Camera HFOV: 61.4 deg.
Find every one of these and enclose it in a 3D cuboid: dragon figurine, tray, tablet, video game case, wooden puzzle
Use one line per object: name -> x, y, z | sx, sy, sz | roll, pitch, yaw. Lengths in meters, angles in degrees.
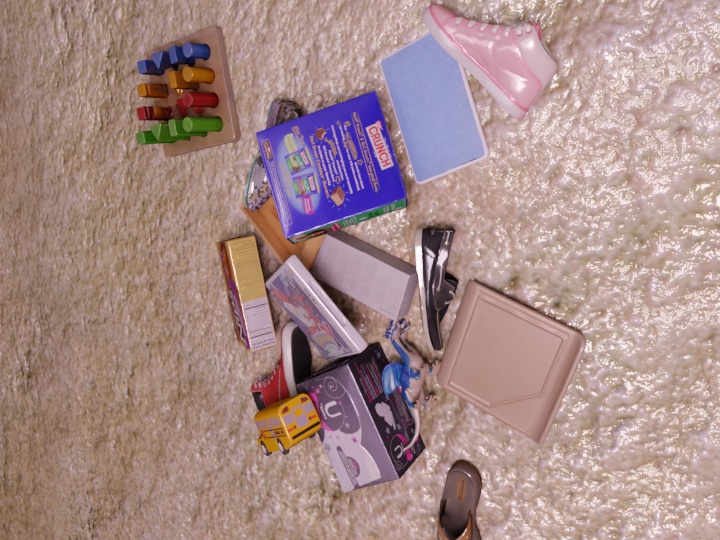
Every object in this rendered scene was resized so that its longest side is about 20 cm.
dragon figurine -> 0.075, 0.182, 1.002 | 0.098, 0.058, 0.206 | 19, 111, 46
tray -> -0.138, -0.090, 1.059 | 0.201, 0.036, 0.100 | 50, 128, 32
tablet -> 0.109, -0.246, 0.914 | 0.128, 0.014, 0.205 | -17, 92, 34
video game case -> -0.081, 0.070, 1.016 | 0.183, 0.023, 0.200 | 51, 159, -3
wooden puzzle -> 0.223, 0.136, 0.925 | 0.197, 0.037, 0.189 | 29, 116, 29

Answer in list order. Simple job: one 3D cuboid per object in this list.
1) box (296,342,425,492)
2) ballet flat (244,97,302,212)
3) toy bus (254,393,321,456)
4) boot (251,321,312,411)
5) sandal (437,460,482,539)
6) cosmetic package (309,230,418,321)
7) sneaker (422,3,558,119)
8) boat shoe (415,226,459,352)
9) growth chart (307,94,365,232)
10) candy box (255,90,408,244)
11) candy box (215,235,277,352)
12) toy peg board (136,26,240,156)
box -> 0.000, 0.252, 1.040 | 0.130, 0.114, 0.204 | -26, 87, 33
ballet flat -> -0.139, -0.194, 1.013 | 0.070, 0.072, 0.206 | 6, 75, 30
toy bus -> -0.134, 0.271, 1.059 | 0.080, 0.064, 0.199 | 63, 151, 4
boot -> -0.160, 0.191, 1.155 | 0.141, 0.072, 0.206 | 6, 108, 32
sandal -> 0.164, 0.421, 1.013 | 0.080, 0.054, 0.206 | 13, 108, 28
cosmetic package -> 0.000, 0.000, 1.017 | 0.197, 0.050, 0.084 | 28, 112, 25
sneaker -> 0.180, -0.311, 0.814 | 0.200, 0.075, 0.105 | 46, 123, 3
boat shoe -> 0.121, 0.033, 0.942 | 0.066, 0.072, 0.206 | -3, 107, 6
growth chart -> -0.034, -0.183, 1.016 | 0.200, 0.018, 0.146 | 45, 120, 15
candy box -> -0.041, -0.155, 0.937 | 0.195, 0.077, 0.174 | -17, 86, 4
candy box -> -0.214, 0.041, 1.130 | 0.116, 0.055, 0.206 | 5, 106, 66
toy peg board -> -0.341, -0.327, 1.126 | 0.195, 0.097, 0.205 | -4, 100, 32
